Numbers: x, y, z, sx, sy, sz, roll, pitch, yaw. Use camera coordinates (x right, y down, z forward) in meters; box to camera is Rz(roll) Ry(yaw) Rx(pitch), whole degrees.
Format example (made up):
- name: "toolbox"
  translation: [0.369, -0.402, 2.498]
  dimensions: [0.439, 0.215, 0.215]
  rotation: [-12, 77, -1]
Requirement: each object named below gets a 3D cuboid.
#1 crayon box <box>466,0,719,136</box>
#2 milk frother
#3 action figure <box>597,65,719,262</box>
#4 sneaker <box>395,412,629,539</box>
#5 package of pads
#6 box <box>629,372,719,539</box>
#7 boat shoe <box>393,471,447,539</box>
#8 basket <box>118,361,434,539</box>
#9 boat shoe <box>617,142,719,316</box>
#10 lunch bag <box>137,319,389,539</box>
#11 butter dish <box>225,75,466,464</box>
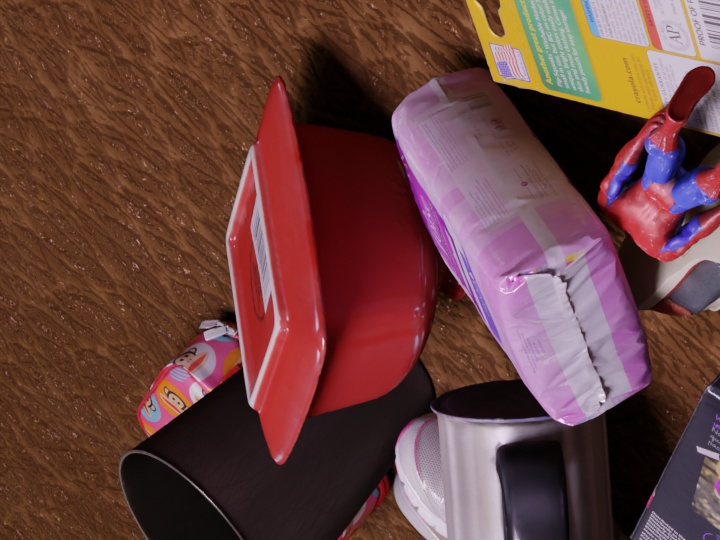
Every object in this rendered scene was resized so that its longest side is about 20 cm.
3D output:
- name: "crayon box"
  translation: [0.140, -0.142, 1.243]
  dimensions: [0.200, 0.052, 0.126]
  rotation: [18, 142, 41]
- name: "milk frother"
  translation: [0.159, 0.171, 1.544]
  dimensions: [0.180, 0.200, 0.188]
  rotation: [-153, 57, -70]
- name: "action figure"
  translation: [0.164, -0.047, 1.239]
  dimensions: [0.065, 0.052, 0.200]
  rotation: [40, 163, 4]
- name: "sneaker"
  translation: [0.115, 0.161, 1.672]
  dimensions: [0.200, 0.081, 0.088]
  rotation: [35, 148, 6]
- name: "package of pads"
  translation: [0.090, -0.017, 1.372]
  dimensions: [0.200, 0.076, 0.121]
  rotation: [-120, 7, -51]
- name: "box"
  translation: [0.244, 0.103, 1.354]
  dimensions: [0.106, 0.122, 0.200]
  rotation: [38, 151, 14]
- name: "boat shoe"
  translation: [0.106, 0.199, 1.735]
  dimensions: [0.202, 0.074, 0.065]
  rotation: [46, 158, 15]
- name: "basket"
  translation: [-0.052, 0.128, 1.714]
  dimensions: [0.136, 0.200, 0.180]
  rotation: [19, 144, 40]
- name: "boat shoe"
  translation: [0.208, -0.023, 1.305]
  dimensions: [0.063, 0.071, 0.200]
  rotation: [7, 157, -20]
- name: "lunch bag"
  translation: [-0.076, 0.136, 1.889]
  dimensions: [0.200, 0.082, 0.176]
  rotation: [45, 152, 3]
- name: "butter dish"
  translation: [0.000, 0.000, 1.547]
  dimensions: [0.199, 0.148, 0.200]
  rotation: [110, 154, -61]
